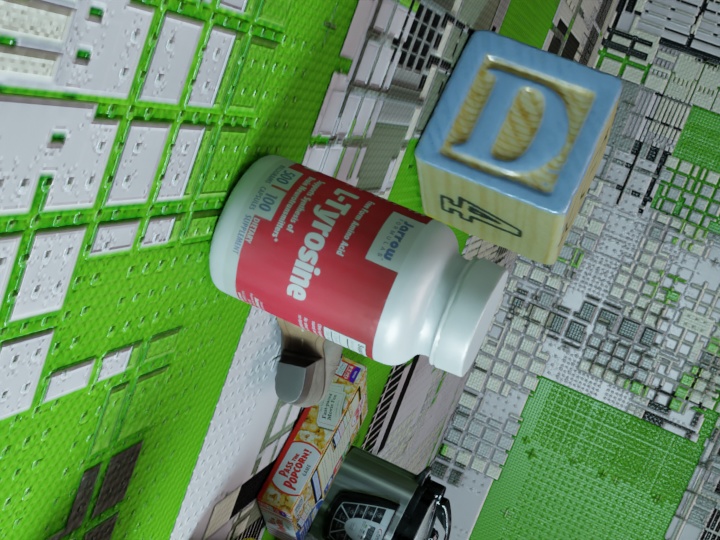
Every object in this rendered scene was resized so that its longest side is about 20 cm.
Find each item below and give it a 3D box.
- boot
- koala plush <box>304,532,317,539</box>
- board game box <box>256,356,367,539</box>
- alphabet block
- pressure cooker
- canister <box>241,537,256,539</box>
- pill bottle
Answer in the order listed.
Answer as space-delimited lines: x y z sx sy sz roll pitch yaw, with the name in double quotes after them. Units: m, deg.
-0.036 0.041 1.034 0.146 0.070 0.200 -38 150 -77 "boot"
-0.080 0.428 1.313 0.178 0.184 0.200 -62 153 -8 "koala plush"
-0.053 0.221 1.296 0.200 0.046 0.152 -61 166 -26 "board game box"
0.194 -0.149 1.331 0.196 0.196 0.200 -63 167 -11 "alphabet block"
0.030 0.362 1.534 0.179 0.200 0.176 -55 164 -40 "pressure cooker"
-0.140 0.350 1.080 0.149 0.086 0.200 -65 166 -9 "canister"
0.000 0.000 0.781 0.112 0.200 0.112 23 90 -77 "pill bottle"
